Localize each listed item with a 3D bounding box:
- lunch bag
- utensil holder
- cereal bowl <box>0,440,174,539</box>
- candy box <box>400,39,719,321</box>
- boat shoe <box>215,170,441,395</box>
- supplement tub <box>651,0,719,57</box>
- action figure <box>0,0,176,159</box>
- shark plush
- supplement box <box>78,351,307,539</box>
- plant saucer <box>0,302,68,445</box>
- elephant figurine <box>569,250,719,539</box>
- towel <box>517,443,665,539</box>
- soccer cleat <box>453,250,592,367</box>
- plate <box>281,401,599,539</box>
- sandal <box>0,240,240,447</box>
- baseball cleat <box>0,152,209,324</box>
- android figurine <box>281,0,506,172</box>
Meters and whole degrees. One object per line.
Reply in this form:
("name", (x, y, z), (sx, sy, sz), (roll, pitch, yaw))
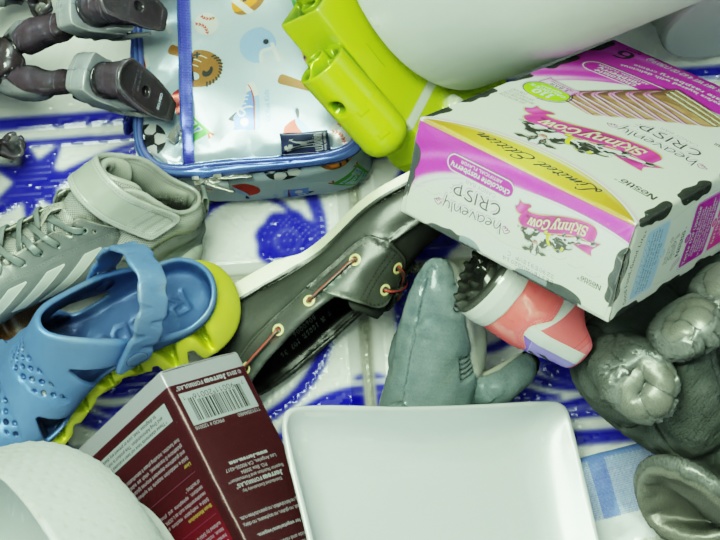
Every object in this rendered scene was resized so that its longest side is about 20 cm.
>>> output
("lunch bag", (-0.071, -0.137, 1.068), (0.160, 0.076, 0.200), (-3, 73, 2))
("utensil holder", (0.110, -0.204, 0.960), (0.200, 0.170, 0.170), (-20, 61, 42))
("cereal bowl", (-0.145, 0.180, 0.927), (0.083, 0.200, 0.200), (-20, 73, -33))
("candy box", (0.136, -0.057, 0.937), (0.136, 0.061, 0.200), (29, 35, 28))
("boat shoe", (0.001, 0.001, 1.014), (0.201, 0.074, 0.063), (-35, 70, 8))
("supplement tub", (0.216, -0.248, 1.065), (0.132, 0.132, 0.200), (-16, 75, -4))
("action figure", (-0.208, -0.125, 1.046), (0.200, 0.069, 0.130), (1, 84, 33))
("shark plush", (0.015, 0.091, 0.996), (0.091, 0.083, 0.200), (33, 89, 27))
("supplement box", (-0.072, 0.160, 0.960), (0.061, 0.109, 0.200), (-13, 70, -45))
("plant saucer", (-0.272, 0.077, 1.030), (0.200, 0.034, 0.200), (0, 75, 0))
("elephant figurine", (0.210, 0.097, 0.964), (0.141, 0.155, 0.200), (-33, 105, 10))
("towel", (0.142, 0.204, 0.992), (0.147, 0.024, 0.200), (-13, 74, -4))
("soccer cleat", (0.104, -0.013, 0.994), (0.073, 0.200, 0.068), (38, 117, -9))
("plate", (0.052, 0.171, 0.935), (0.200, 0.032, 0.200), (2, 66, -35))
("sandal", (-0.168, 0.044, 0.968), (0.200, 0.087, 0.079), (-35, 63, -4))
("baseball cleat", (-0.186, -0.022, 1.000), (0.200, 0.106, 0.070), (-13, 51, -26))
("android figurine", (0.026, -0.141, 1.028), (0.200, 0.041, 0.182), (50, 46, -22))
